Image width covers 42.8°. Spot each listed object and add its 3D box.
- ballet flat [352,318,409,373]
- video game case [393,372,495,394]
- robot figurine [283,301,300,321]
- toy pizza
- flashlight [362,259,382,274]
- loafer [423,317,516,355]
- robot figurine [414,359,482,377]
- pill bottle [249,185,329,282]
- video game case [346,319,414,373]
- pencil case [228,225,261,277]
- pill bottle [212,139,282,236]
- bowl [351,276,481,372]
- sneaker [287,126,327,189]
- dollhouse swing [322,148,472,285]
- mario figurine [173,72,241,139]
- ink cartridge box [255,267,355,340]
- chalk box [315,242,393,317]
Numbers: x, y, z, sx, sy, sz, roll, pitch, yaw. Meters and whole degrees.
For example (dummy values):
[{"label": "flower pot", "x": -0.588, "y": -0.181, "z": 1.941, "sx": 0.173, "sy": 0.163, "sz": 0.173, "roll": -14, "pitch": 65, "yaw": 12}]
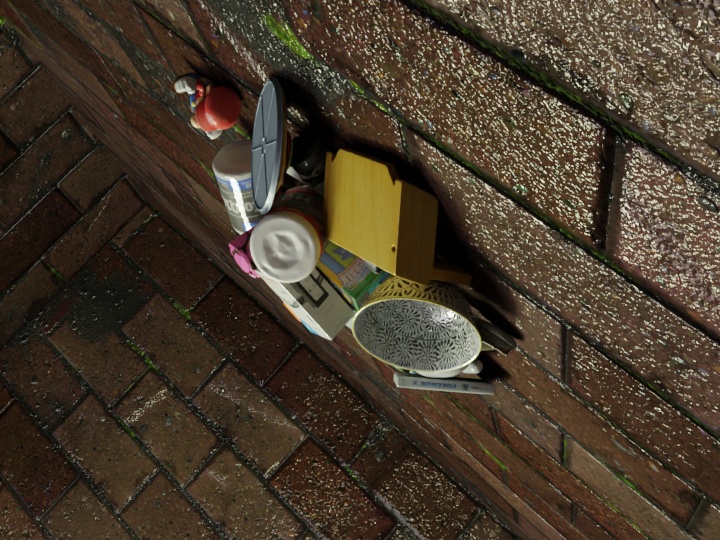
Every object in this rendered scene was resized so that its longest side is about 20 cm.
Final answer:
[{"label": "ballet flat", "x": 0.028, "y": 0.112, "z": 1.727, "sx": 0.074, "sy": 0.073, "sz": 0.202, "roll": 85, "pitch": 160, "yaw": -73}, {"label": "video game case", "x": 0.155, "y": 0.214, "z": 1.751, "sx": 0.179, "sy": 0.022, "sz": 0.200, "roll": 4, "pitch": 176, "yaw": 1}, {"label": "robot figurine", "x": -0.078, "y": 0.036, "z": 1.887, "sx": 0.199, "sy": 0.142, "sz": 0.119, "roll": -35, "pitch": 63, "yaw": 44}, {"label": "toy pizza", "x": -0.132, "y": -0.186, "z": 1.386, "sx": 0.031, "sy": 0.204, "sz": 0.200, "roll": 3, "pitch": 180, "yaw": -17}, {"label": "flashlight", "x": -0.017, "y": -0.082, "z": 1.564, "sx": 0.200, "sy": 0.067, "sz": 0.068, "roll": 46, "pitch": 165, "yaw": 23}, {"label": "loafer", "x": 0.156, "y": 0.108, "z": 1.477, "sx": 0.197, "sy": 0.071, "sz": 0.075, "roll": 14, "pitch": 171, "yaw": 33}, {"label": "robot figurine", "x": 0.138, "y": 0.131, "z": 1.625, "sx": 0.168, "sy": 0.114, "sz": 0.200, "roll": 29, "pitch": 170, "yaw": -5}, {"label": "pill bottle", "x": -0.099, "y": -0.067, "z": 1.459, "sx": 0.111, "sy": 0.110, "sz": 0.200, "roll": 45, "pitch": -158, "yaw": -9}, {"label": "video game case", "x": 0.039, "y": 0.135, "z": 1.831, "sx": 0.199, "sy": 0.018, "sz": 0.143, "roll": 37, "pitch": 166, "yaw": 5}, {"label": "pencil case", "x": -0.144, "y": -0.061, "z": 1.721, "sx": 0.095, "sy": 0.198, "sz": 0.091, "roll": 57, "pitch": 165, "yaw": 5}, {"label": "pill bottle", "x": -0.206, "y": -0.139, "z": 1.771, "sx": 0.113, "sy": 0.113, "sz": 0.202, "roll": 34, "pitch": 150, "yaw": 40}, {"label": "bowl", "x": 0.091, "y": 0.062, "z": 1.393, "sx": 0.197, "sy": 0.095, "sz": 0.202, "roll": 9, "pitch": 146, "yaw": 6}, {"label": "sneaker", "x": -0.070, "y": -0.169, "z": 1.437, "sx": 0.088, "sy": 0.075, "sz": 0.200, "roll": 37, "pitch": 177, "yaw": -14}, {"label": "dollhouse swing", "x": 0.068, "y": -0.078, "z": 1.338, "sx": 0.199, "sy": 0.173, "sz": 0.185, "roll": 29, "pitch": 120, "yaw": 54}, {"label": "mario figurine", "x": -0.288, "y": -0.291, "z": 1.641, "sx": 0.122, "sy": 0.108, "sz": 0.200, "roll": 11, "pitch": -165, "yaw": -29}, {"label": "ink cartridge box", "x": -0.111, "y": 0.023, "z": 1.611, "sx": 0.200, "sy": 0.068, "sz": 0.116, "roll": 49, "pitch": 166, "yaw": -17}, {"label": "chalk box", "x": 0.000, "y": 0.000, "z": 1.630, "sx": 0.199, "sy": 0.124, "sz": 0.125, "roll": 39, "pitch": 167, "yaw": 21}]
